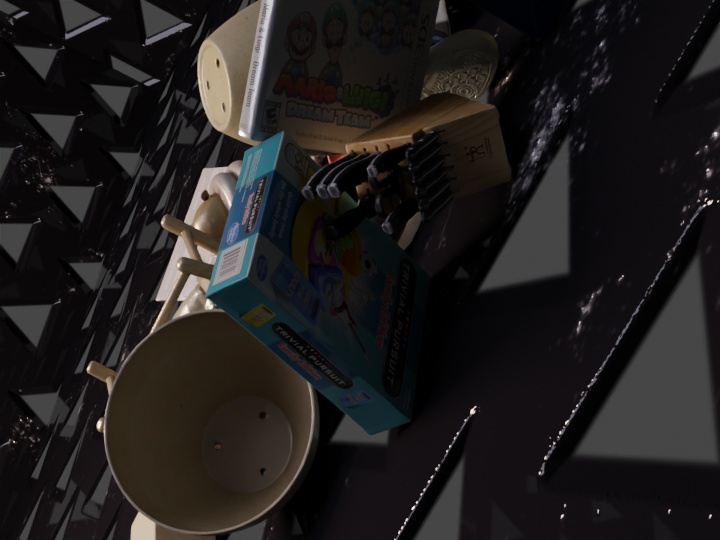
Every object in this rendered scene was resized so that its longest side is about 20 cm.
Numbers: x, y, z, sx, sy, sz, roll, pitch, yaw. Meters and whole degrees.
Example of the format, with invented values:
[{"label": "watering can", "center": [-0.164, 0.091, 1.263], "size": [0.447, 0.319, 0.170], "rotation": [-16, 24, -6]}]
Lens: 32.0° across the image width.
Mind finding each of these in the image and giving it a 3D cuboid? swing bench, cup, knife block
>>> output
[{"label": "swing bench", "center": [-0.149, 0.083, 1.296], "size": [0.201, 0.198, 0.130], "rotation": [-61, 26, 14]}, {"label": "cup", "center": [-0.103, -0.221, 1.434], "size": [0.200, 0.141, 0.204], "rotation": [37, 133, 53]}, {"label": "knife block", "center": [0.027, -0.086, 1.034], "size": [0.200, 0.173, 0.065], "rotation": [-135, 29, -71]}]

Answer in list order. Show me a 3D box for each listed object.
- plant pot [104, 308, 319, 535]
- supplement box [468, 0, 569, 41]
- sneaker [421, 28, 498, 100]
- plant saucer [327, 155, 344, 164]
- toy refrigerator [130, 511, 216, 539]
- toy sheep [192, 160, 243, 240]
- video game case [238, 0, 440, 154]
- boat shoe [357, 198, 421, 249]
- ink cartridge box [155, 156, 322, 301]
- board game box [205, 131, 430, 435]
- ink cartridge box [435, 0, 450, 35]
[{"label": "plant pot", "center": [-0.122, 0.152, 1.176], "size": [0.135, 0.197, 0.203], "rotation": [54, -125, -69]}, {"label": "supplement box", "center": [0.149, -0.352, 1.083], "size": [0.201, 0.133, 0.201], "rotation": [-52, 22, 34]}, {"label": "sneaker", "center": [0.071, -0.201, 1.208], "size": [0.200, 0.076, 0.113], "rotation": [131, 149, -58]}, {"label": "plant saucer", "center": [-0.011, -0.245, 1.436], "size": [0.199, 0.036, 0.203], "rotation": [-31, 74, 63]}, {"label": "toy refrigerator", "center": [-0.198, 0.312, 1.318], "size": [0.071, 0.075, 0.200], "rotation": [-61, 18, 13]}, {"label": "toy sheep", "center": [-0.097, -0.072, 1.413], "size": [0.138, 0.197, 0.140], "rotation": [43, 141, 49]}, {"label": "video game case", "center": [-0.010, -0.191, 1.055], "size": [0.023, 0.198, 0.185], "rotation": [18, 100, 41]}, {"label": "boat shoe", "center": [0.000, 0.000, 1.175], "size": [0.203, 0.060, 0.074], "rotation": [-67, 18, -4]}, {"label": "ink cartridge box", "center": [-0.141, -0.040, 1.528], "size": [0.174, 0.045, 0.203], "rotation": [-3, 57, 31]}, {"label": "board game box", "center": [-0.026, 0.012, 1.000], "size": [0.046, 0.200, 0.153], "rotation": [-22, 40, 33]}, {"label": "ink cartridge box", "center": [0.005, -0.327, 1.304], "size": [0.084, 0.143, 0.204], "rotation": [40, -143, -81]}]
